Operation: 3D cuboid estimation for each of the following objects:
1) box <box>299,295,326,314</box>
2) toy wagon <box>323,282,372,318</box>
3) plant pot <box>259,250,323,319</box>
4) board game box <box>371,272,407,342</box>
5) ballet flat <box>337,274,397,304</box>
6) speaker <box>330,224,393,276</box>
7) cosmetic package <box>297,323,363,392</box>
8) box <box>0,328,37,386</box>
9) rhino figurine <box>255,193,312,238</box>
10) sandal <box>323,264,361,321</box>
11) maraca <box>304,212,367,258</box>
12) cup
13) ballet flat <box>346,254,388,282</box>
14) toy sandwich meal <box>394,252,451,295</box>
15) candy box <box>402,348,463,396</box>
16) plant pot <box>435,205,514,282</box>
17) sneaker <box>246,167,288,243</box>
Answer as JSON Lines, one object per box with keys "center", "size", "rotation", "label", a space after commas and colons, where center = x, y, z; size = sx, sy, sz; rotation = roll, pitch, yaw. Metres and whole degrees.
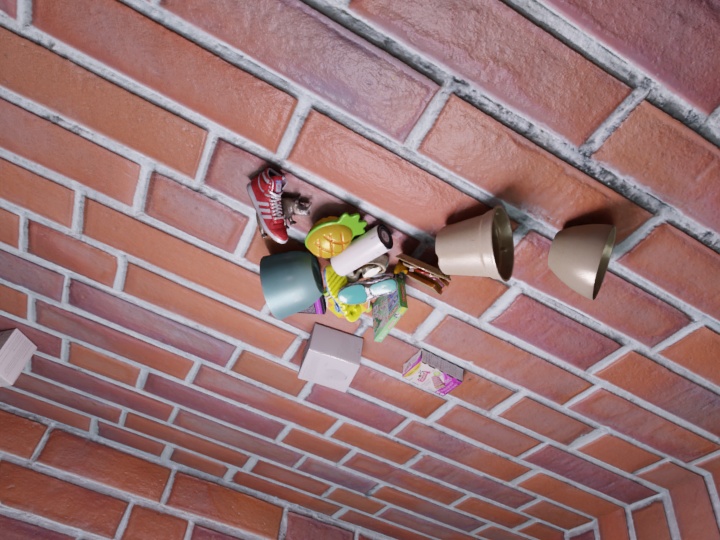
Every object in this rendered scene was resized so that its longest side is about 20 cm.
{"center": [-0.219, 0.086, 1.886], "size": [0.192, 0.037, 0.146], "rotation": [2, 134, 8], "label": "box"}
{"center": [-0.027, 0.092, 1.849], "size": [0.197, 0.040, 0.154], "rotation": [-29, 124, 34], "label": "toy wagon"}
{"center": [-0.205, 0.034, 1.720], "size": [0.155, 0.205, 0.204], "rotation": [-15, 132, 9], "label": "plant pot"}
{"center": [0.091, 0.119, 1.782], "size": [0.028, 0.138, 0.202], "rotation": [12, 139, -20], "label": "board game box"}
{"center": [0.022, 0.059, 1.730], "size": [0.193, 0.073, 0.073], "rotation": [-13, 134, 3], "label": "ballet flat"}
{"center": [0.002, -0.058, 1.659], "size": [0.197, 0.083, 0.081], "rotation": [-29, 124, 33], "label": "speaker"}
{"center": [-0.113, 0.326, 2.041], "size": [0.193, 0.126, 0.202], "rotation": [17, 136, -9], "label": "cosmetic package"}
{"center": [-1.523, 0.373, 2.319], "size": [0.192, 0.204, 0.133], "rotation": [-9, 132, 19], "label": "box"}
{"center": [-0.224, -0.167, 1.610], "size": [0.194, 0.060, 0.090], "rotation": [-16, 111, 24], "label": "rhino figurine"}
{"center": [-0.073, 0.072, 1.765], "size": [0.086, 0.078, 0.205], "rotation": [14, 132, 55], "label": "sandal"}
{"center": [-0.073, -0.107, 1.611], "size": [0.196, 0.110, 0.136], "rotation": [-27, 148, 20], "label": "maraca"}
{"center": [0.596, -0.038, 1.503], "size": [0.140, 0.202, 0.204], "rotation": [18, 143, 30], "label": "cup"}
{"center": [0.000, 0.000, 1.734], "size": [0.195, 0.064, 0.068], "rotation": [-21, 124, 29], "label": "ballet flat"}
{"center": [0.182, 0.013, 1.642], "size": [0.199, 0.205, 0.072], "rotation": [23, 93, -12], "label": "toy sandwich meal"}
{"center": [0.272, 0.387, 2.070], "size": [0.195, 0.062, 0.137], "rotation": [27, 135, -15], "label": "candy box"}
{"center": [0.313, -0.066, 1.531], "size": [0.178, 0.205, 0.203], "rotation": [-5, 136, 32], "label": "plant pot"}
{"center": [-0.236, -0.186, 1.534], "size": [0.111, 0.071, 0.204], "rotation": [-33, 83, 32], "label": "sneaker"}
